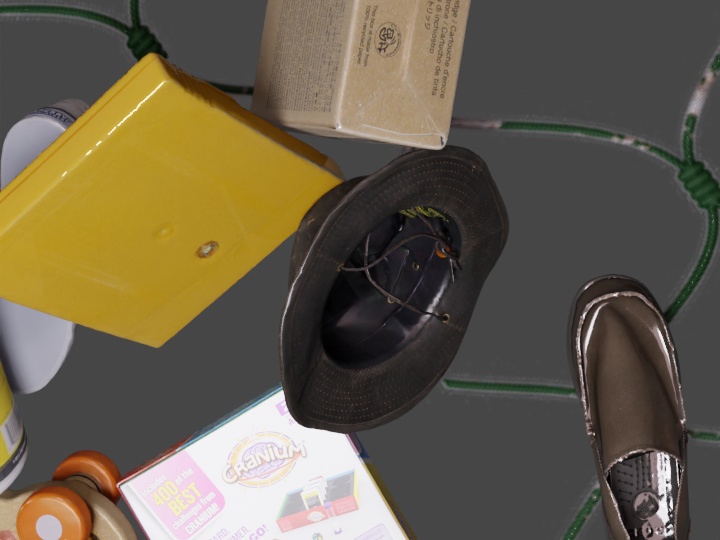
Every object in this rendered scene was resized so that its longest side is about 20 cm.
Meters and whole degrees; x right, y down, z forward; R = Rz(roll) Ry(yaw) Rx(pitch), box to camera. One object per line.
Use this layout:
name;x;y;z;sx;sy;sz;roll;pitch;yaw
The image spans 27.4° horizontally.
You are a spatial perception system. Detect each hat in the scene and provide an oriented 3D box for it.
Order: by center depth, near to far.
hat;0.000;0.000;0.937;0.081;0.200;0.201;34;94;36

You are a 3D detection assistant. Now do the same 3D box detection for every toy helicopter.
toy helicopter;-0.237;0.210;0.984;0.199;0.079;0.133;-16;102;13

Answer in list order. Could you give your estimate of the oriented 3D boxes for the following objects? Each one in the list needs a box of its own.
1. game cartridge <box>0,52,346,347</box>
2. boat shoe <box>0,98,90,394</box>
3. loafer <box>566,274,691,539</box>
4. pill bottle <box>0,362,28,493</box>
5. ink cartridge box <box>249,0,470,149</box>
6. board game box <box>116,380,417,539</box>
game cartridge;-0.124;-0.034;0.885;0.176;0.200;0.033;-40;60;14
boat shoe;-0.201;-0.014;0.961;0.073;0.065;0.201;22;115;5
loafer;0.182;0.102;0.955;0.072;0.071;0.202;-12;93;2
pill bottle;-0.284;0.049;0.913;0.111;0.112;0.201;-11;117;2
ink cartridge box;0.004;-0.179;0.894;0.075;0.165;0.202;8;94;-22
board game box;-0.045;0.186;0.981;0.152;0.040;0.201;-30;92;3
